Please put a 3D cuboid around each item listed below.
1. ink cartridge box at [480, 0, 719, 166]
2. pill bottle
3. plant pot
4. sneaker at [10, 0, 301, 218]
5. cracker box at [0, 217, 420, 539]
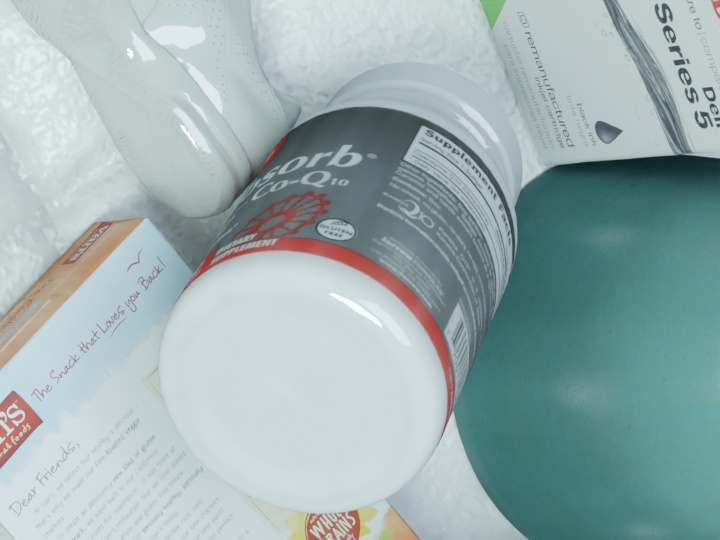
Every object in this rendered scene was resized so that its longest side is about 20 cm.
[{"bbox_3d":[0.138,-0.130,1.180,0.084,0.200,0.146,-28,102,-27],"label":"ink cartridge box"},{"bbox_3d":[0.000,0.000,1.106,0.116,0.116,0.200,56,29,-17],"label":"pill bottle"},{"bbox_3d":[0.166,0.043,1.217,0.200,0.161,0.201,0,90,-30],"label":"plant pot"},{"bbox_3d":[-0.092,-0.125,1.135,0.088,0.075,0.200,-44,116,-36],"label":"sneaker"},{"bbox_3d":[-0.082,0.094,1.136,0.134,0.058,0.200,-47,112,-22],"label":"cracker box"}]
